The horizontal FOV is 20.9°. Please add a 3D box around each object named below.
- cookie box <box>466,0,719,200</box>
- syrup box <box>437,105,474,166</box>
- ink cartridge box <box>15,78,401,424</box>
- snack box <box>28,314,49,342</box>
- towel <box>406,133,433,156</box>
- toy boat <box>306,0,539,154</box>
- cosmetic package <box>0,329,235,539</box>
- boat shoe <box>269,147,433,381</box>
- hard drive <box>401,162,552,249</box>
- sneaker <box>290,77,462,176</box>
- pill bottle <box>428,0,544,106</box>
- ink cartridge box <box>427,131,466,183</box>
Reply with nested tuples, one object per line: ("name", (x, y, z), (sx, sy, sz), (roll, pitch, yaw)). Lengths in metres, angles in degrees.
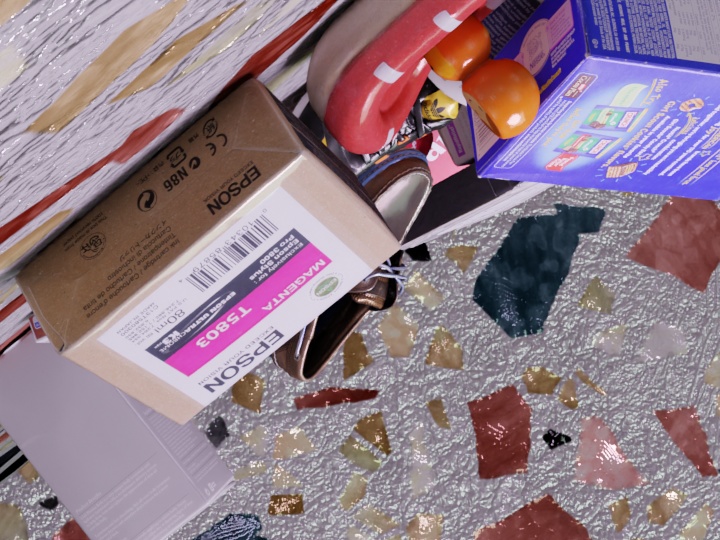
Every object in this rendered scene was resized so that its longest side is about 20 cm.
("cookie box", (0.198, -0.122, 1.335), (0.199, 0.076, 0.171), (5, 154, -22))
("syrup box", (0.154, -0.157, 1.523), (0.199, 0.082, 0.079), (-24, 174, 31))
("ink cartridge box", (-0.093, -0.007, 1.252), (0.200, 0.075, 0.165), (-40, 148, 7))
("snack box", (-0.177, 0.034, 1.542), (0.072, 0.024, 0.200), (-24, 170, 21))
("towel", (-0.038, -0.045, 1.550), (0.199, 0.023, 0.145), (-24, 161, -41))
("toy boat", (0.063, -0.140, 1.258), (0.200, 0.131, 0.130), (-40, 179, 27))
("cosmetic package", (-0.208, 0.130, 1.578), (0.107, 0.201, 0.090), (-36, 178, 16))
("boat shoe", (0.000, 0.000, 1.500), (0.072, 0.072, 0.201), (17, 113, -48))
("hard drive", (0.112, -0.071, 1.580), (0.139, 0.038, 0.200), (-21, 177, -40))
("sneaker", (0.025, -0.122, 1.453), (0.090, 0.070, 0.200), (16, -130, 43))
("pill bottle", (0.128, -0.203, 1.367), (0.111, 0.111, 0.200), (-38, 179, -39))
("ink cartridge box", (0.071, -0.133, 1.823), (0.200, 0.084, 0.176), (-39, -160, 6))
